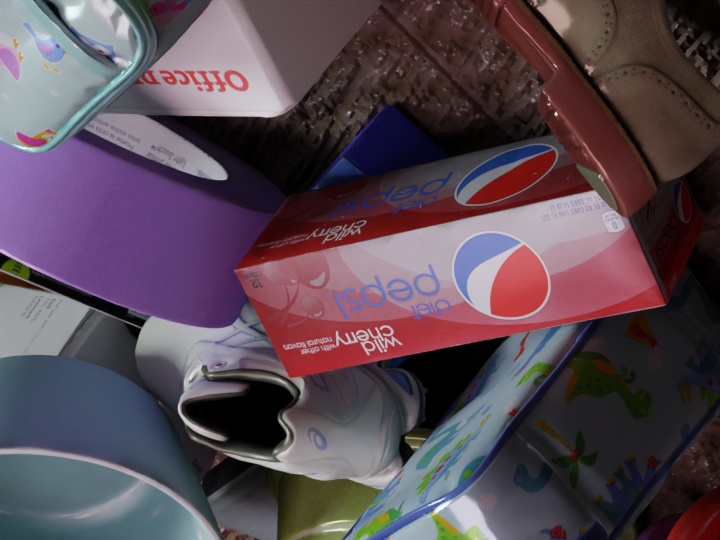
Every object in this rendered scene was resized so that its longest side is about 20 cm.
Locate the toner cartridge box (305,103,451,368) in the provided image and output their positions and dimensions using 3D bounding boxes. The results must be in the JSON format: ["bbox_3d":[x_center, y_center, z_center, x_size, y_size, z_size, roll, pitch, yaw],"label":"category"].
[{"bbox_3d":[0.000,0.000,1.324,0.095,0.043,0.200,42,149,-2],"label":"toner cartridge box"}]

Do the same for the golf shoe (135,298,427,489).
[{"bbox_3d":[-0.062,0.053,1.296,0.199,0.097,0.079,14,100,46],"label":"golf shoe"}]

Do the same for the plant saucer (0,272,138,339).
[{"bbox_3d":[-0.204,0.020,1.568,0.199,0.037,0.201,28,147,20],"label":"plant saucer"}]

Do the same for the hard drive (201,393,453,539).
[{"bbox_3d":[0.012,0.115,1.421,0.139,0.033,0.200,22,152,-17],"label":"hard drive"}]

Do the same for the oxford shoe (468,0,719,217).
[{"bbox_3d":[0.082,-0.124,1.077,0.201,0.075,0.070,58,179,-3],"label":"oxford shoe"}]

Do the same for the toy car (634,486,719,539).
[{"bbox_3d":[0.183,0.184,1.283,0.200,0.174,0.151,-50,56,59],"label":"toy car"}]

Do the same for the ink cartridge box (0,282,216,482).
[{"bbox_3d":[-0.202,0.078,1.510,0.199,0.085,0.146,10,146,40],"label":"ink cartridge box"}]

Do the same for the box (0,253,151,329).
[{"bbox_3d":[-0.195,-0.028,1.377,0.199,0.035,0.110,24,-176,-36],"label":"box"}]

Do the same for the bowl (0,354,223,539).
[{"bbox_3d":[-0.164,0.120,1.358,0.199,0.105,0.202,0,134,0],"label":"bowl"}]

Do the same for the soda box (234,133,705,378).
[{"bbox_3d":[0.047,-0.010,1.181,0.199,0.070,0.064,-12,117,32],"label":"soda box"}]

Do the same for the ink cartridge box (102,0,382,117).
[{"bbox_3d":[-0.101,-0.172,1.173,0.145,0.084,0.201,5,134,43],"label":"ink cartridge box"}]

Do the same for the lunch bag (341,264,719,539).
[{"bbox_3d":[0.079,0.085,1.196,0.083,0.200,0.161,47,141,-6],"label":"lunch bag"}]

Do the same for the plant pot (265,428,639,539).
[{"bbox_3d":[0.030,0.206,1.340,0.199,0.191,0.200,10,153,5],"label":"plant pot"}]

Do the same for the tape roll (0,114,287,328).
[{"bbox_3d":[-0.136,-0.047,1.275,0.199,0.066,0.200,25,-171,-4],"label":"tape roll"}]

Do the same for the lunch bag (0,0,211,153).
[{"bbox_3d":[-0.161,-0.153,1.104,0.200,0.077,0.160,47,148,-9],"label":"lunch bag"}]
